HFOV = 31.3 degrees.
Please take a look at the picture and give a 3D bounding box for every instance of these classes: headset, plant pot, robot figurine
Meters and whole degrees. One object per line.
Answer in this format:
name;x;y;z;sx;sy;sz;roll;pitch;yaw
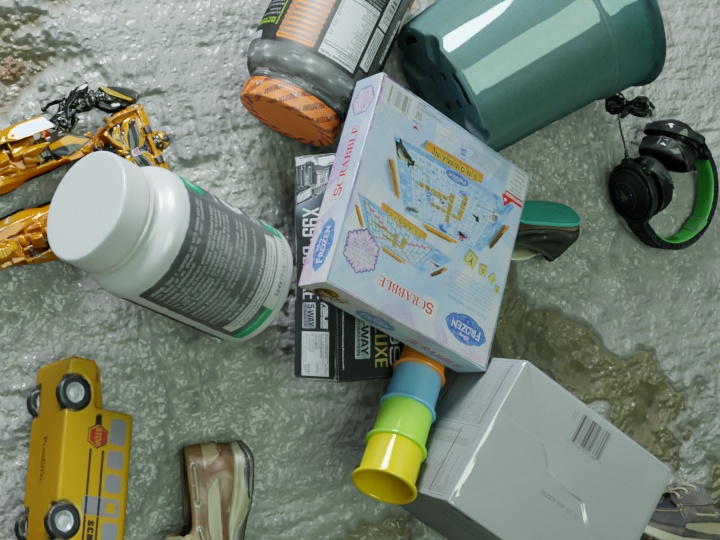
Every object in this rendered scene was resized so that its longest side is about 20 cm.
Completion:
headset;0.318;-0.108;1.349;0.200;0.094;0.124;47;72;-27
plant pot;0.153;-0.219;1.239;0.195;0.200;0.201;-32;101;-12
robot figurine;-0.253;-0.079;1.122;0.199;0.058;0.146;-26;102;-21

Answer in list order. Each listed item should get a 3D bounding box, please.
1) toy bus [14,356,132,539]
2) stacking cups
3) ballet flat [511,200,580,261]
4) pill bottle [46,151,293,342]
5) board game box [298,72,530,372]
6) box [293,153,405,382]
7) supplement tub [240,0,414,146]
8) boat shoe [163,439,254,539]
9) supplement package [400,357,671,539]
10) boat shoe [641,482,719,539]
toy bus;-0.242;0.180;1.097;0.078;0.065;0.202;16;66;-38
stacking cups;0.048;0.109;1.166;0.060;0.060;0.201;32;55;-19
ballet flat;0.132;-0.043;1.279;0.199;0.068;0.069;13;123;-28
pill bottle;-0.159;-0.019;1.095;0.200;0.113;0.114;28;77;-47
board game box;0.054;-0.038;1.143;0.199;0.041;0.201;30;65;-33
box;0.000;0.000;1.192;0.157;0.049;0.202;4;86;-59
supplement tub;-0.027;-0.225;1.188;0.122;0.122;0.201;29;79;-20
boat shoe;-0.143;0.253;1.160;0.073;0.076;0.202;8;78;-17
supplement package;0.139;0.190;1.208;0.191;0.200;0.148;37;75;-19
boat shoe;0.339;0.263;1.369;0.199;0.074;0.074;21;71;-30
